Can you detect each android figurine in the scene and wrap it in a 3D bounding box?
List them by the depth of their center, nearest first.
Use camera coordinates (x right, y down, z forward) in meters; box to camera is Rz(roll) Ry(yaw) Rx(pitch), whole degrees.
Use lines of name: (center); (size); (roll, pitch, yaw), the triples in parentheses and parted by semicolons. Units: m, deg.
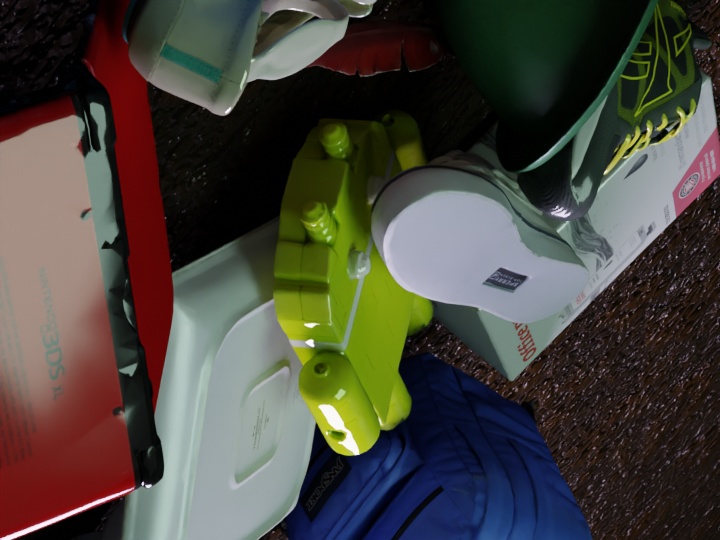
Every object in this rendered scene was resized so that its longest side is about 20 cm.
android figurine: (0.000, 0.000, 1.117); (0.200, 0.041, 0.183); (69, 31, -55)

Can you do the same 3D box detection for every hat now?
hat: (0.046, -0.158, 1.072); (0.166, 0.176, 0.200); (-57, -166, 22)

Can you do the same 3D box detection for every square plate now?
square plate: (-0.063, 0.075, 1.105); (0.198, 0.028, 0.201); (-32, 135, -61)

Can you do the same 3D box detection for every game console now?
game console: (-0.142, -0.006, 0.865); (0.172, 0.119, 0.201); (-20, 130, -20)

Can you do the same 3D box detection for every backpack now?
backpack: (0.036, 0.164, 1.299); (0.167, 0.200, 0.163); (23, 109, -28)

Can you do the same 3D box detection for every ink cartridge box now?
ink cartridge box: (0.124, -0.044, 1.294); (0.200, 0.083, 0.147); (-45, 157, -6)

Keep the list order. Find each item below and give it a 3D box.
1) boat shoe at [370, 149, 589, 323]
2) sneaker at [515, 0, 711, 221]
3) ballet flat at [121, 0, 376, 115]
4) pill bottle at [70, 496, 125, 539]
boat shoe: (0.056, -0.028, 1.121); (0.071, 0.070, 0.200); (-40, 152, 18)
sneaker: (0.148, -0.096, 1.154); (0.074, 0.084, 0.200); (-46, -164, 48)
ballet flat: (-0.026, -0.121, 0.883); (0.200, 0.069, 0.070); (-47, 164, -49)
pill bottle: (-0.150, 0.223, 1.210); (0.200, 0.111, 0.111); (-56, 155, 18)
